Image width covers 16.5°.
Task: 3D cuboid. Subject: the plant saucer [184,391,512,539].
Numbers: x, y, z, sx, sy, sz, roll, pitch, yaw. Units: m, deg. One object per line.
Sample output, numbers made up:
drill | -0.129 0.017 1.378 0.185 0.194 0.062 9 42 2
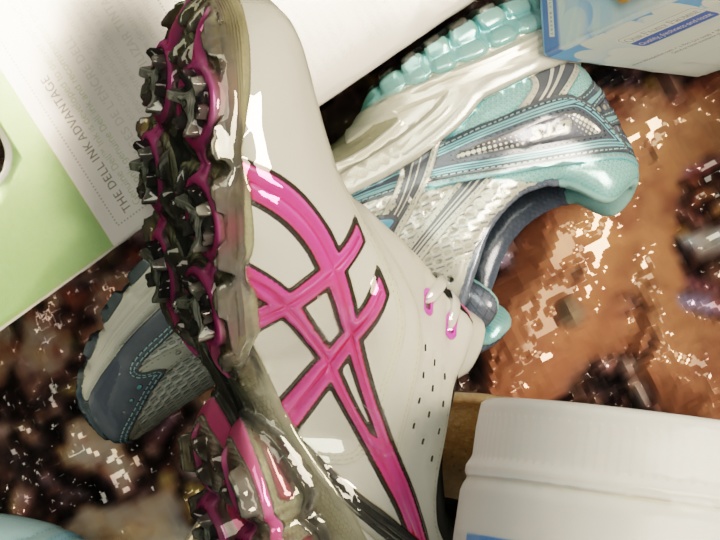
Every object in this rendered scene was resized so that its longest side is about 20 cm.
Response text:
plant saucer | 0.030 0.139 0.783 0.200 0.035 0.200 -1 83 10

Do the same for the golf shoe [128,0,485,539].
golf shoe | -0.013 0.009 0.727 0.092 0.073 0.200 -16 114 -18

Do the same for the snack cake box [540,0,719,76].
snack cake box | 0.109 -0.171 0.755 0.067 0.115 0.200 4 77 -30

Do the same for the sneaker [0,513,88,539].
sneaker | -0.120 0.152 0.751 0.082 0.074 0.200 2 49 8

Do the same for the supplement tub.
supplement tub | 0.082 0.142 0.690 0.132 0.132 0.200 6 85 11

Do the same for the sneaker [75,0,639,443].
sneaker | 0.000 0.000 0.786 0.200 0.078 0.086 -38 82 4

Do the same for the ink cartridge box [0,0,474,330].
ink cartridge box | -0.073 -0.095 0.742 0.200 0.048 0.146 -35 111 -11
